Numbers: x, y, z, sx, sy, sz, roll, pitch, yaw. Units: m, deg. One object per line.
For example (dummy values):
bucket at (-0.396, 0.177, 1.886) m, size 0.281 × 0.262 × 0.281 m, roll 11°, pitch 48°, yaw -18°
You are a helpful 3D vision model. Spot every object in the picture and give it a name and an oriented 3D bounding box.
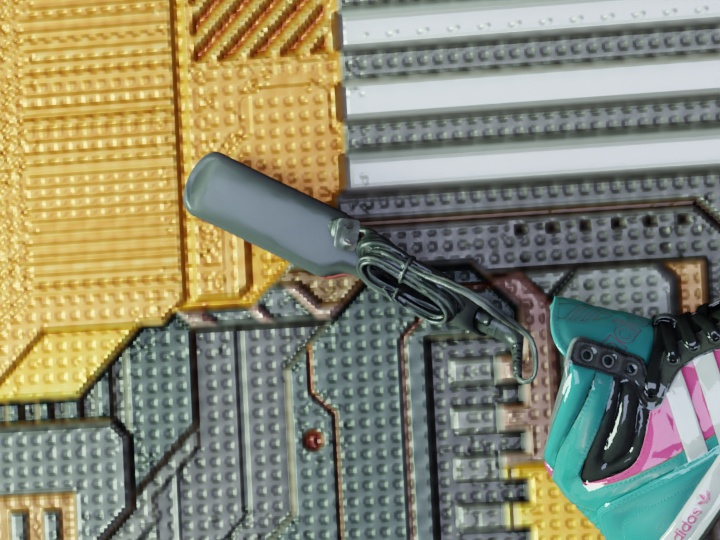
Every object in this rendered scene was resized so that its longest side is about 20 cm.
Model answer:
sneaker at (0.151, 0.035, 1.431) m, size 0.120 × 0.084 × 0.200 m, roll 32°, pitch 94°, yaw 1°
hair straightener at (0.000, 0.000, 1.459) m, size 0.200 × 0.077 × 0.041 m, roll 31°, pitch 91°, yaw 10°
